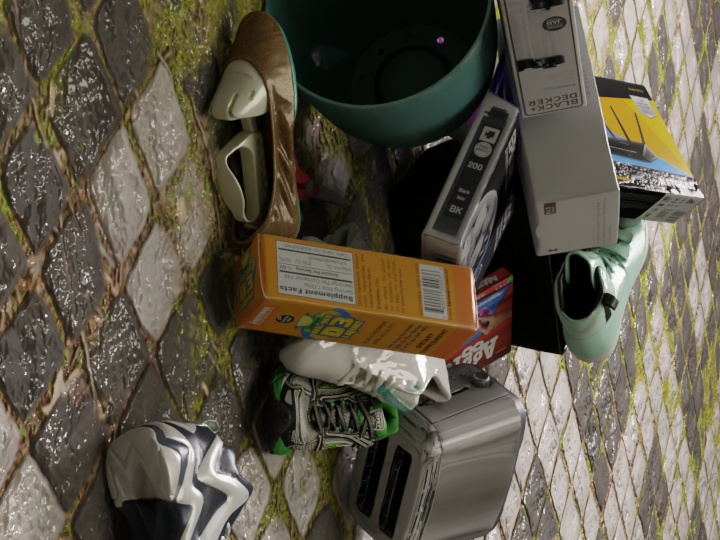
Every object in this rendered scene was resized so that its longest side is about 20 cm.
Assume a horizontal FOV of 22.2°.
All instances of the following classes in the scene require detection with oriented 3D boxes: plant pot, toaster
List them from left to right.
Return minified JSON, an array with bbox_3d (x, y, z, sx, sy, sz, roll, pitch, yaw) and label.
[{"bbox_3d":[0.033,-0.201,1.640,0.161,0.200,0.201,55,40,-65],"label":"plant pot"},{"bbox_3d":[0.070,0.191,1.778,0.129,0.114,0.200,-11,126,-37],"label":"toaster"},{"bbox_3d":[0.141,-0.044,1.927,0.200,0.177,0.200,-52,137,-56],"label":"plant pot"}]

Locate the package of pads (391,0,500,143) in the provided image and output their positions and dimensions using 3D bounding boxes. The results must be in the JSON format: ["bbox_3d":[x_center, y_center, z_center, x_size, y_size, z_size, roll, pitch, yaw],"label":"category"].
[{"bbox_3d":[0.112,-0.235,1.835,0.155,0.068,0.200,-49,138,-6],"label":"package of pads"}]

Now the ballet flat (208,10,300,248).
[{"bbox_3d":[-0.091,-0.110,1.515,0.072,0.068,0.200,-20,114,-47],"label":"ballet flat"}]

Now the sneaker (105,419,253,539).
[{"bbox_3d":[-0.124,0.204,1.395,0.130,0.079,0.199,-19,98,-58],"label":"sneaker"}]

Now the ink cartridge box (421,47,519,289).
[{"bbox_3d":[0.108,-0.067,1.665,0.198,0.043,0.200,85,27,-65],"label":"ink cartridge box"}]

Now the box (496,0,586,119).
[{"bbox_3d":[0.146,-0.234,1.561,0.200,0.060,0.117,69,10,-58],"label":"box"}]

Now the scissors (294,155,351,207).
[{"bbox_3d":[-0.047,-0.081,1.673,0.200,0.014,0.073,-20,107,-65],"label":"scissors"}]

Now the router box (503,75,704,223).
[{"bbox_3d":[0.239,-0.125,1.834,0.200,0.051,0.149,3,54,-45],"label":"router box"}]

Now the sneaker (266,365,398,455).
[{"bbox_3d":[-0.025,0.123,1.638,0.200,0.085,0.078,0,90,-68],"label":"sneaker"}]

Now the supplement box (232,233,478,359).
[{"bbox_3d":[-0.004,0.023,1.542,0.067,0.200,0.069,131,-37,-53],"label":"supplement box"}]

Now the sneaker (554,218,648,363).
[{"bbox_3d":[0.241,-0.019,1.836,0.118,0.074,0.201,58,41,-63],"label":"sneaker"}]

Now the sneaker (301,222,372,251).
[{"bbox_3d":[0.000,0.000,1.708,0.200,0.075,0.089,0,79,-67],"label":"sneaker"}]

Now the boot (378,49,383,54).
[{"bbox_3d":[0.058,-0.222,1.895,0.131,0.068,0.200,-31,120,-51],"label":"boot"}]

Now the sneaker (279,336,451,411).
[{"bbox_3d":[0.016,0.086,1.622,0.200,0.075,0.089,1,58,-50],"label":"sneaker"}]

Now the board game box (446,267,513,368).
[{"bbox_3d":[0.069,0.081,1.795,0.200,0.019,0.103,-28,137,-28],"label":"board game box"}]

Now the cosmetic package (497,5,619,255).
[{"bbox_3d":[0.180,-0.127,1.684,0.113,0.081,0.200,75,4,-66],"label":"cosmetic package"}]
